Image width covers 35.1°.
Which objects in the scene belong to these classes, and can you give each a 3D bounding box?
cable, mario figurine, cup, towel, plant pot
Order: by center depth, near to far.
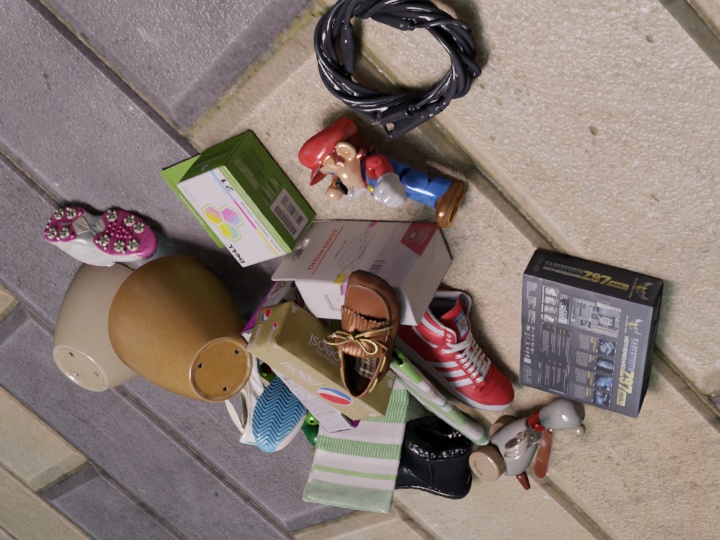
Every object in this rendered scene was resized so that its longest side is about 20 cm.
[{"bbox_3d":[0.039,-0.232,1.214,0.163,0.051,0.199,49,142,-12],"label":"cable"},{"bbox_3d":[0.016,-0.094,1.326,0.198,0.106,0.124,23,143,9],"label":"mario figurine"},{"bbox_3d":[0.082,0.149,1.523,0.200,0.031,0.149,46,170,-34],"label":"towel"},{"bbox_3d":[-0.231,0.097,1.576,0.200,0.186,0.187,32,156,55],"label":"plant pot"},{"bbox_3d":[-0.004,0.238,1.630,0.151,0.202,0.023,-1,159,35],"label":"towel"},{"bbox_3d":[-0.405,0.105,1.801,0.198,0.144,0.202,20,140,17],"label":"cup"}]

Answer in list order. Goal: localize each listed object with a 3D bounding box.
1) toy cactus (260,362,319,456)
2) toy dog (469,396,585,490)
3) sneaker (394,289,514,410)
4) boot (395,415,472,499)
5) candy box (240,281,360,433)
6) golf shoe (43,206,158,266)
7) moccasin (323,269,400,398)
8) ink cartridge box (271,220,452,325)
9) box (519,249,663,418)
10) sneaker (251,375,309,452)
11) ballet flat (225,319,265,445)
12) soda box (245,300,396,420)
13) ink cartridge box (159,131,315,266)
[{"bbox_3d":[-0.093,0.213,1.761,0.199,0.103,0.165,39,161,-12],"label":"toy cactus"},{"bbox_3d":[0.234,0.240,1.523,0.097,0.132,0.200,49,159,-3],"label":"toy dog"},{"bbox_3d":[0.137,0.102,1.477,0.199,0.072,0.113,34,139,-8],"label":"sneaker"},{"bbox_3d":[0.071,0.264,1.675,0.198,0.077,0.169,11,148,15],"label":"boot"},{"bbox_3d":[-0.056,0.105,1.562,0.061,0.137,0.201,-17,120,43],"label":"candy box"},{"bbox_3d":[-0.373,-0.043,1.692,0.198,0.076,0.092,12,153,28],"label":"golf shoe"},{"bbox_3d":[0.001,0.078,1.350,0.073,0.078,0.202,23,142,11],"label":"moccasin"},{"bbox_3d":[0.000,0.000,1.427,0.198,0.117,0.068,4,135,33],"label":"ink cartridge box"},{"bbox_3d":[0.273,0.078,1.372,0.156,0.051,0.201,15,138,22],"label":"box"},{"bbox_3d":[-0.095,0.180,1.620,0.076,0.201,0.081,9,139,16],"label":"sneaker"},{"bbox_3d":[-0.172,0.163,1.668,0.069,0.202,0.070,-14,154,-7],"label":"ballet flat"},{"bbox_3d":[-0.049,0.119,1.473,0.199,0.065,0.067,36,148,-31],"label":"soda box"},{"bbox_3d":[-0.180,-0.080,1.499,0.199,0.076,0.148,-16,121,42],"label":"ink cartridge box"}]
